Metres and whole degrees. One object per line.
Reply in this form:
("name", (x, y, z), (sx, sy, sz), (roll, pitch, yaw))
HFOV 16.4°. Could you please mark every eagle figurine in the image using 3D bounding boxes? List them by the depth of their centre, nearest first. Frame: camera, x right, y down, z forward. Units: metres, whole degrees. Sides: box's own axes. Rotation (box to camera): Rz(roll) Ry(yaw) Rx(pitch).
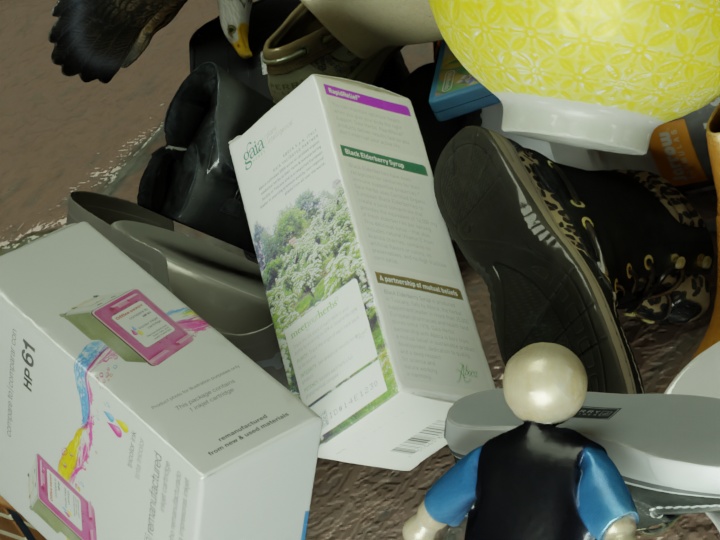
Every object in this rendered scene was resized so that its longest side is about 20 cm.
("eagle figurine", (-0.111, -0.207, 1.686), (0.200, 0.152, 0.151), (-14, 51, 13))

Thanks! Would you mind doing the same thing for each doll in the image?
("doll", (0.076, 0.133, 1.162), (0.136, 0.200, 0.048), (7, 4, 42))

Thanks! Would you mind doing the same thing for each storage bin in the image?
("storage bin", (-0.035, -0.108, 1.695), (0.135, 0.094, 0.200), (-20, 32, 7))

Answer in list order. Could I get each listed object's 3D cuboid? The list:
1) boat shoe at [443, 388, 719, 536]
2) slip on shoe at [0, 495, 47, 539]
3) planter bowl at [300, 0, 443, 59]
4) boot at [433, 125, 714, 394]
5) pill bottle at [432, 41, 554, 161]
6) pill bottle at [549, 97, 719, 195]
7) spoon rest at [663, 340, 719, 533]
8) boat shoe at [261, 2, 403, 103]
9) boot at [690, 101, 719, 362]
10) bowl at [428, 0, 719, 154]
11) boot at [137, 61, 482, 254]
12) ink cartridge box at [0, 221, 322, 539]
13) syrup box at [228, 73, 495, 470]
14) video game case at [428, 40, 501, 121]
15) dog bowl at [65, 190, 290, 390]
("boat shoe", (0.128, 0.095, 1.201), (0.200, 0.057, 0.069), (5, 24, 41))
("slip on shoe", (-0.191, 0.124, 1.464), (0.200, 0.076, 0.061), (16, 55, 43))
("planter bowl", (0.013, -0.212, 1.501), (0.135, 0.200, 0.200), (-41, 30, 9))
("boot", (0.135, 0.011, 1.364), (0.073, 0.151, 0.200), (-50, 53, 31))
("pill bottle", (0.100, -0.156, 1.662), (0.106, 0.106, 0.200), (-18, 31, 11))
("pill bottle", (0.217, -0.107, 1.496), (0.200, 0.116, 0.116), (-12, 33, 21))
("spoon rest", (0.193, 0.101, 1.214), (0.099, 0.061, 0.200), (-35, 37, 18))
("boat shoe", (-0.003, -0.168, 1.613), (0.073, 0.063, 0.200), (-6, 35, 29))
("boot", (0.204, -0.011, 1.331), (0.071, 0.144, 0.201), (8, 44, 43))
("bowl", (0.122, -0.121, 1.339), (0.200, 0.108, 0.200), (10, 1, 0))
("boot", (-0.027, -0.078, 1.487), (0.066, 0.200, 0.165), (-6, 68, 51))
("ink cartridge box", (-0.122, 0.089, 1.330), (0.085, 0.145, 0.200), (-25, 49, -35))
("syrup box", (0.000, 0.000, 1.360), (0.079, 0.081, 0.200), (-37, 56, 36))
("video game case", (0.141, -0.160, 1.502), (0.200, 0.018, 0.143), (-17, 29, 20))
("dog bowl", (-0.087, 0.018, 1.464), (0.200, 0.200, 0.059), (33, 102, 55))
